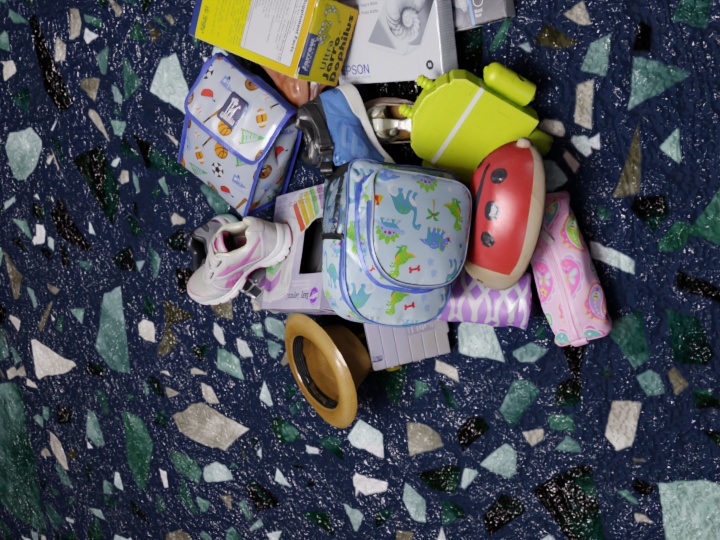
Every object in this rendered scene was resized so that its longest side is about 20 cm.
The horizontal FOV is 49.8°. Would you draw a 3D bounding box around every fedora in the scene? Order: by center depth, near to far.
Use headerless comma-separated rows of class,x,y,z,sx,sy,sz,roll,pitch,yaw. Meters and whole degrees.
fedora,-0.043,0.143,1.204,0.200,0.081,0.203,41,143,40

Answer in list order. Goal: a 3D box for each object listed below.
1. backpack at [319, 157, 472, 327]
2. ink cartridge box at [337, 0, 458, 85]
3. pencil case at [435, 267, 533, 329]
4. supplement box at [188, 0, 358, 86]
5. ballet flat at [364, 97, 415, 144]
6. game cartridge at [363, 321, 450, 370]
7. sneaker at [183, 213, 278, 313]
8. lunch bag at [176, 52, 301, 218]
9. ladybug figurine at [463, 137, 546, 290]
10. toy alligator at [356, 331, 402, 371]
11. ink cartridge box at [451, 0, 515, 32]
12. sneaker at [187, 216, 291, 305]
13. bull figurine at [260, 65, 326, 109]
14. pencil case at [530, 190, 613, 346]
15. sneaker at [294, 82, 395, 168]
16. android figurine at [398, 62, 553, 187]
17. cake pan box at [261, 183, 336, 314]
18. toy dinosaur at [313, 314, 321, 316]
backpack,0.042,-0.031,0.971,0.146,0.180,0.205,-178,94,-65
ink cartridge box,0.036,-0.358,1.048,0.197,0.040,0.204,8,112,43
pencil case,0.143,0.036,1.082,0.196,0.086,0.085,6,66,13
supplement box,-0.120,-0.342,1.068,0.198,0.109,0.111,28,109,24
ballet flat,0.056,-0.210,1.097,0.197,0.067,0.070,3,107,32
game cartridge,0.060,0.038,1.160,0.127,0.038,0.204,-13,102,-9
sneaker,-0.223,0.008,1.300,0.201,0.139,0.078,50,132,10
lunch bag,-0.186,-0.210,1.201,0.169,0.124,0.202,39,134,13
ladybug figurine,0.173,-0.071,0.980,0.136,0.071,0.204,-126,42,-59
toy alligator,0.002,0.136,1.256,0.197,0.054,0.060,-7,103,34
ink cartridge box,0.133,-0.417,0.996,0.098,0.039,0.204,-6,102,34
sneaker,-0.202,-0.024,1.188,0.199,0.088,0.082,-36,48,20
bull figurine,-0.116,-0.333,1.165,0.121,0.065,0.201,-42,82,34
pencil case,0.265,-0.003,1.025,0.086,0.087,0.203,-15,99,35
sneaker,-0.021,-0.150,1.075,0.203,0.110,0.077,64,160,-1
android figurine,0.146,-0.183,1.012,0.197,0.041,0.183,24,125,-12
cake pan box,-0.076,-0.029,1.166,0.199,0.052,0.188,-2,81,57
toy dinosaur,0.000,0.000,1.178,0.100,0.058,0.202,23,102,-25
